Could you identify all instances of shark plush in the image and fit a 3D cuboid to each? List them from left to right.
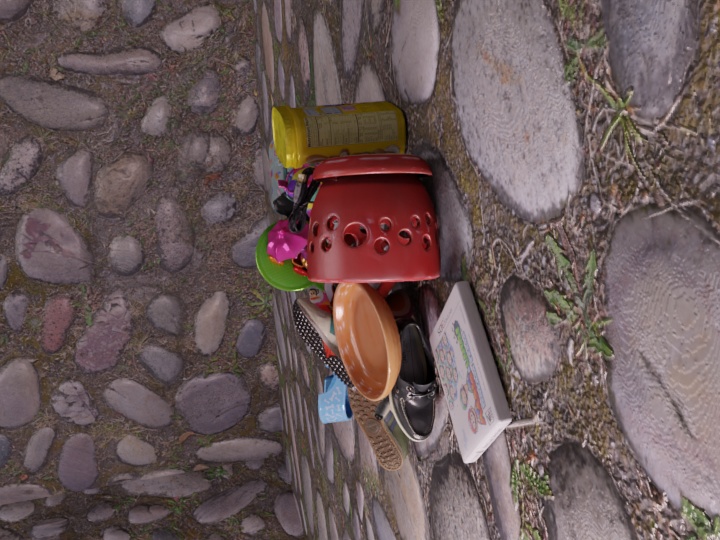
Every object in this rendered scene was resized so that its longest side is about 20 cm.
[{"bbox_3d":[0.086,0.198,1.362,0.200,0.090,0.084,-77,7,-64],"label":"shark plush"}]

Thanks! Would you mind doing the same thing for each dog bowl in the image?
[{"bbox_3d":[-0.037,0.189,1.440,0.111,0.049,0.201,-3,-83,-75],"label":"dog bowl"}]

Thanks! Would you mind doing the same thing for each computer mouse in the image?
[{"bbox_3d":[-0.015,-0.102,1.259,0.044,0.199,0.110,-141,60,-83],"label":"computer mouse"}]

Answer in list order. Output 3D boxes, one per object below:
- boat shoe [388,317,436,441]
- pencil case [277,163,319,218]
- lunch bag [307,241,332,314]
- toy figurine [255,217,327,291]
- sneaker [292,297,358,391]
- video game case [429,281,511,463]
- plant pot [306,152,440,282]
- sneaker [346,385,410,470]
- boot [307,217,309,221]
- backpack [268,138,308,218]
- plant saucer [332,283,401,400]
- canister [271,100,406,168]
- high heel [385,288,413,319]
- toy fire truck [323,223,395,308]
[{"bbox_3d":[0.089,0.173,1.226,0.066,0.074,0.201,153,115,-69],"label":"boat shoe"},{"bbox_3d":[-0.069,-0.125,1.453,0.200,0.088,0.089,48,-164,-45],"label":"pencil case"},{"bbox_3d":[-0.062,0.053,1.663,0.200,0.081,0.177,66,-163,-52],"label":"lunch bag"},{"bbox_3d":[-0.109,-0.032,1.465,0.151,0.199,0.184,-64,0,-8],"label":"toy figurine"},{"bbox_3d":[-0.036,0.117,1.369,0.200,0.093,0.070,47,148,15],"label":"sneaker"},{"bbox_3d":[0.146,0.145,1.064,0.182,0.024,0.201,104,155,-59],"label":"video game case"},{"bbox_3d":[0.016,-0.075,1.132,0.200,0.199,0.184,-167,74,-77],"label":"plant pot"},{"bbox_3d":[0.038,0.264,1.426,0.201,0.067,0.090,68,-157,-1],"label":"sneaker"},{"bbox_3d":[-0.066,-0.081,1.718,0.200,0.096,0.075,-119,25,-60],"label":"boot"},{"bbox_3d":[-0.104,-0.225,1.648,0.153,0.175,0.201,-43,53,54],"label":"backpack"},{"bbox_3d":[0.012,0.107,1.231,0.200,0.037,0.201,41,137,54],"label":"plant saucer"},{"bbox_3d":[-0.037,-0.230,1.274,0.149,0.199,0.087,-124,29,-64],"label":"canister"},{"bbox_3d":[0.059,0.086,1.373,0.096,0.067,0.200,61,162,-17],"label":"high heel"},{"bbox_3d":[0.000,0.000,1.334,0.200,0.112,0.168,-57,38,32],"label":"toy fire truck"}]
